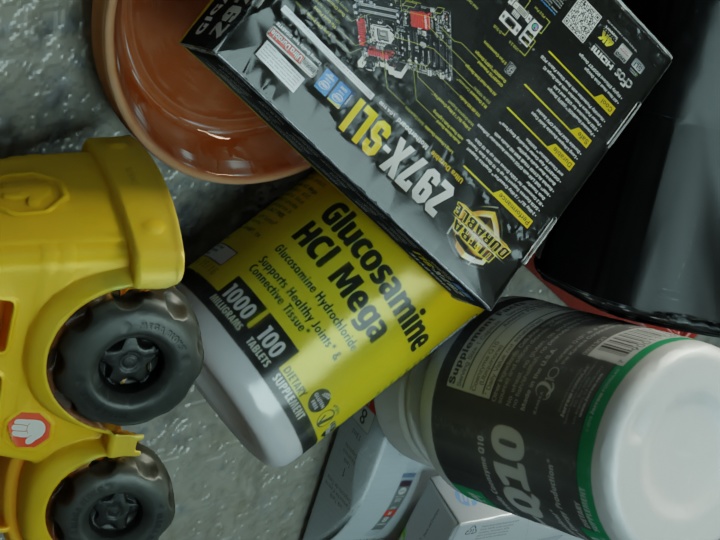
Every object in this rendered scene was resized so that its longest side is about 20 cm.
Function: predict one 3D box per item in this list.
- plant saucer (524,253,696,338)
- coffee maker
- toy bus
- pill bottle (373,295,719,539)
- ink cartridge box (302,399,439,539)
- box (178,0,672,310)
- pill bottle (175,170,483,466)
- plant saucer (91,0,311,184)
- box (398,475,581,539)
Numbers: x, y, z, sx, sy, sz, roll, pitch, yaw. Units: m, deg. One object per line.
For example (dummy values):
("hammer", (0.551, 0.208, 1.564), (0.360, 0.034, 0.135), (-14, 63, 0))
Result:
("plant saucer", (0.193, -0.050, 1.385), (0.200, 0.037, 0.200), (-50, 136, 1))
("coffee maker", (0.173, -0.071, 1.221), (0.134, 0.192, 0.202), (12, 97, -1))
("toy bus", (-0.183, 0.046, 1.103), (0.191, 0.136, 0.201), (-2, 123, -21))
("pill bottle", (0.103, 0.076, 1.231), (0.113, 0.199, 0.114), (-8, 103, -36))
("ink cartridge box", (0.045, 0.147, 1.392), (0.161, 0.050, 0.201), (0, 114, -37))
("box", (0.036, -0.104, 1.120), (0.200, 0.049, 0.160), (41, 81, -27))
("pill bottle", (0.000, 0.000, 1.214), (0.200, 0.112, 0.113), (-38, 134, -11))
("plant saucer", (-0.043, -0.139, 1.146), (0.199, 0.032, 0.201), (-20, 129, -27))
("box", (0.076, 0.195, 1.417), (0.155, 0.041, 0.201), (-6, 138, -33))
